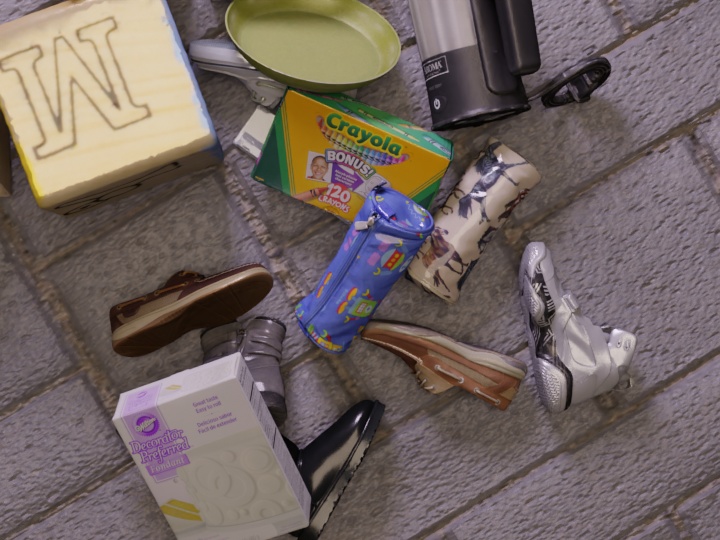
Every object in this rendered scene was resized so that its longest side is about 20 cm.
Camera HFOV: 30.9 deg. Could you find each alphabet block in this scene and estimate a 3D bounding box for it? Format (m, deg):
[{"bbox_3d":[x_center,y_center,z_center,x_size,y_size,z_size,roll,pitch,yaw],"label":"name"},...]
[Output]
[{"bbox_3d":[-0.275,-0.184,1.418,0.199,0.195,0.197,-21,89,-5],"label":"alphabet block"}]

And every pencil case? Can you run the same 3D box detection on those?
[{"bbox_3d":[0.000,0.000,1.447,0.078,0.087,0.200,51,120,31],"label":"pencil case"},{"bbox_3d":[0.129,-0.058,1.498,0.078,0.089,0.200,34,87,26],"label":"pencil case"}]

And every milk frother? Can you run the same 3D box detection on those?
[{"bbox_3d":[0.168,-0.271,1.488,0.199,0.180,0.189,-12,91,-46],"label":"milk frother"}]

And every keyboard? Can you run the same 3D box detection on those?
[{"bbox_3d":[-0.052,-0.115,1.522,0.200,0.011,0.056,35,82,-3],"label":"keyboard"}]

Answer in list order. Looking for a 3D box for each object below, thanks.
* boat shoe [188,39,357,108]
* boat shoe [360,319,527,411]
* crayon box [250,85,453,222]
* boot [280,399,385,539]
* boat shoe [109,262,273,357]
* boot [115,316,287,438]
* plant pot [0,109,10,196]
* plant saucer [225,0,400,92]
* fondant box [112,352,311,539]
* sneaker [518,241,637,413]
[{"bbox_3d":[-0.100,-0.217,1.486,0.199,0.074,0.067,10,108,2],"label":"boat shoe"},{"bbox_3d":[0.092,0.109,1.496,0.199,0.076,0.072,19,90,-1],"label":"boat shoe"},{"bbox_3d":[-0.009,-0.125,1.465,0.199,0.058,0.119,23,117,-5],"label":"crayon box"},{"bbox_3d":[-0.083,0.204,1.489,0.162,0.073,0.199,30,86,3],"label":"boot"},{"bbox_3d":[-0.196,0.028,1.477,0.199,0.072,0.072,-25,58,11],"label":"boat shoe"},{"bbox_3d":[-0.176,0.127,1.471,0.199,0.070,0.132,-9,53,4],"label":"boot"},{"bbox_3d":[-0.488,-0.197,1.413,0.199,0.200,0.178,4,78,-4],"label":"plant pot"},{"bbox_3d":[-0.055,-0.255,1.457,0.199,0.201,0.031,13,131,-3],"label":"plant saucer"},{"bbox_3d":[-0.156,0.203,1.394,0.144,0.058,0.201,-20,112,10],"label":"fondant box"},{"bbox_3d":[0.251,0.059,1.507,0.114,0.075,0.201,-11,95,-4],"label":"sneaker"}]
